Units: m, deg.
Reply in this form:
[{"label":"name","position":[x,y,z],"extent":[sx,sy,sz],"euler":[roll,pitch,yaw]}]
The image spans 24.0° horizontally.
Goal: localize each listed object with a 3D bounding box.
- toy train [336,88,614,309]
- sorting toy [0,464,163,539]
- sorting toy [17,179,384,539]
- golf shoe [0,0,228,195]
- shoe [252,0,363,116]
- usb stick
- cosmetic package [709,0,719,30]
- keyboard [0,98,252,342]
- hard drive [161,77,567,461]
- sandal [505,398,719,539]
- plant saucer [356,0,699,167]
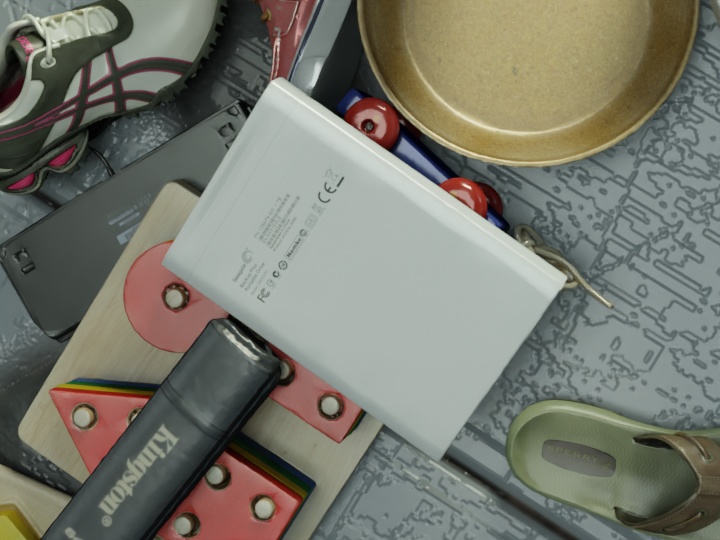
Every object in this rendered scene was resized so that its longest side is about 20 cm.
[{"label":"toy train","position":[0.039,-0.005,1.014],"extent":[0.200,0.085,0.116],"euler":[43,100,8]},{"label":"sorting toy","position":[-0.221,0.236,1.118],"extent":[0.199,0.036,0.186],"euler":[23,98,12]},{"label":"sorting toy","position":[-0.095,0.080,1.053],"extent":[0.198,0.070,0.200],"euler":[34,101,6]},{"label":"golf shoe","position":[-0.168,-0.130,1.046],"extent":[0.200,0.088,0.077],"euler":[-41,56,1]},{"label":"shoe","position":[-0.042,-0.172,1.039],"extent":[0.091,0.071,0.201],"euler":[18,92,14]},{"label":"usb stick","position":[-0.122,0.115,1.010],"extent":[0.055,0.033,0.200],"euler":[40,102,4]},{"label":"cosmetic package","position":[0.236,-0.161,0.947],"extent":[0.085,0.108,0.201],"euler":[-21,89,13]},{"label":"keyboard","position":[-0.152,-0.050,1.096],"extent":[0.200,0.021,0.127],"euler":[-29,91,13]},{"label":"hard drive","position":[0.000,0.000,0.973],"extent":[0.200,0.027,0.132],"euler":[35,109,5]},{"label":"sandal","position":[0.181,0.127,1.000],"extent":[0.200,0.057,0.080],"euler":[8,95,14]},{"label":"plant saucer","position":[0.098,-0.155,1.000],"extent":[0.199,0.035,0.201],"euler":[0,81,3]}]
